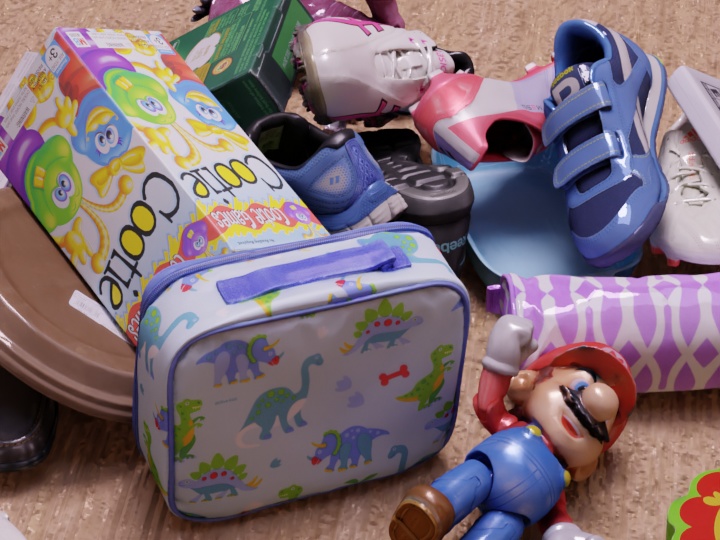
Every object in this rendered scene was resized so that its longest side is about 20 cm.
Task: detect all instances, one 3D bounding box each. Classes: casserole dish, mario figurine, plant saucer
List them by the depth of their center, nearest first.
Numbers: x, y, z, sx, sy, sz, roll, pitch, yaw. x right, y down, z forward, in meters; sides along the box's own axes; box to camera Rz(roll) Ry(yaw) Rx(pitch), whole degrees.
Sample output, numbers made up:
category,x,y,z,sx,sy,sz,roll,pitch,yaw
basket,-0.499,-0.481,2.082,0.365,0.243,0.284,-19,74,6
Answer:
category,x,y,z,sx,sy,sz,roll,pitch,yaw
mario figurine,0.107,0.106,1.284,0.105,0.124,0.200,14,42,32
plant saucer,-0.176,0.015,1.363,0.199,0.030,0.201,30,28,-17
casserole dish,0.121,-0.036,1.523,0.120,0.039,0.200,-8,39,-14

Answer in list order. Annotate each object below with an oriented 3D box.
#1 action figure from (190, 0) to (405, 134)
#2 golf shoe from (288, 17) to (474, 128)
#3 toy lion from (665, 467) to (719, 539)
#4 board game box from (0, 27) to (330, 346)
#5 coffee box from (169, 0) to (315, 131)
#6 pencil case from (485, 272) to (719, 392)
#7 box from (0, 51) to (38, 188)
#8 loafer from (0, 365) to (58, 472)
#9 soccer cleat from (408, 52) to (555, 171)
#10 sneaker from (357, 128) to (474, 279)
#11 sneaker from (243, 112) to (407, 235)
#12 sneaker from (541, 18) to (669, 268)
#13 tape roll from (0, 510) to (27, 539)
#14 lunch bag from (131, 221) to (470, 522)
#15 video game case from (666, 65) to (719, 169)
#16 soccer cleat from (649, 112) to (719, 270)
category,x,y,z,sx,sy,sz,roll,pitch,yaw
action figure,-0.026,-0.172,1.661,0.199,0.135,0.149,24,-2,5
golf shoe,0.015,-0.143,1.492,0.092,0.073,0.200,-14,-2,20
toy lion,0.261,0.183,1.251,0.191,0.069,0.200,15,40,24
board game box,-0.130,-0.049,1.372,0.200,0.105,0.103,49,29,23
coffee box,-0.130,-0.118,1.514,0.199,0.044,0.123,-24,29,27
pencil case,0.186,0.035,1.402,0.198,0.084,0.086,-1,41,-6
box,-0.251,-0.087,1.551,0.041,0.039,0.201,10,39,5
loafer,-0.231,0.044,1.362,0.072,0.073,0.200,-7,40,-13
soccer cleat,0.120,-0.106,1.516,0.199,0.067,0.077,-8,51,-44
sneaker,0.023,-0.045,1.503,0.075,0.080,0.200,-13,22,-13
sneaker,-0.054,-0.064,1.443,0.199,0.090,0.078,-4,25,47
sneaker,0.157,-0.087,1.448,0.074,0.082,0.201,-30,38,31
tape roll,-0.270,0.198,1.196,0.201,0.037,0.203,2,39,-2
lunch bag,-0.035,0.056,1.295,0.199,0.162,0.083,-13,42,-19
video game case,0.315,-0.048,1.484,0.181,0.023,0.201,15,36,-37
soccer cleat,0.231,-0.060,1.497,0.069,0.078,0.200,7,22,2
